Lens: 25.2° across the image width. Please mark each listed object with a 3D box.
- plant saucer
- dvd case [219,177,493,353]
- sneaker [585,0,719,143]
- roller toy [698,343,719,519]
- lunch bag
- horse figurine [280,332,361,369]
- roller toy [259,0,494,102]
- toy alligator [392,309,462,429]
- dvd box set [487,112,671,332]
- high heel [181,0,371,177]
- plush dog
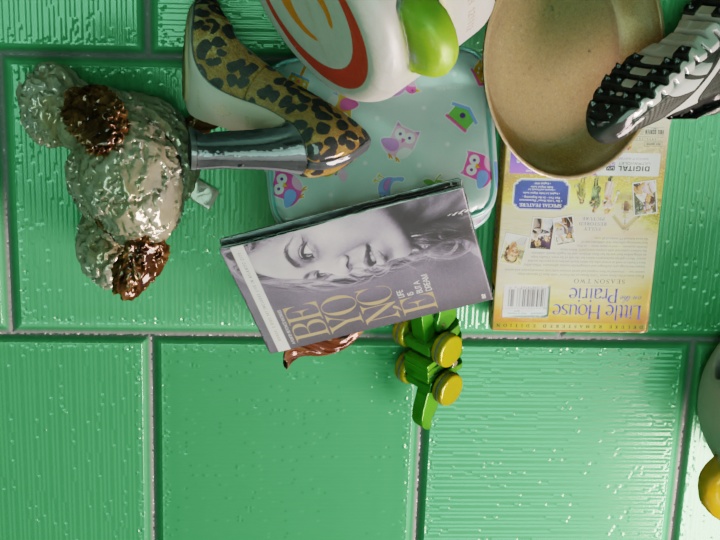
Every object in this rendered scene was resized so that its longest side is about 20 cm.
[{"bbox_3d":[0.166,-0.177,1.311,0.198,0.035,0.203,-9,106,-34],"label":"plant saucer"},{"bbox_3d":[0.000,0.000,1.311,0.198,0.016,0.149,-13,141,6],"label":"dvd case"},{"bbox_3d":[0.267,-0.153,1.326,0.200,0.066,0.091,-43,123,-22],"label":"sneaker"},{"bbox_3d":[0.397,0.133,1.422,0.197,0.140,0.185,0,110,-3],"label":"roller toy"},{"bbox_3d":[0.012,-0.098,1.328,0.197,0.077,0.163,-5,85,-1],"label":"lunch bag"},{"bbox_3d":[-0.011,-0.008,1.398,0.131,0.050,0.202,14,102,-16],"label":"horse figurine"},{"bbox_3d":[0.009,-0.239,1.226,0.139,0.182,0.201,-38,99,-19],"label":"roller toy"},{"bbox_3d":[0.066,0.049,1.419,0.054,0.059,0.202,-30,131,-36],"label":"toy alligator"},{"bbox_3d":[0.190,-0.044,1.409,0.144,0.029,0.202,0,110,-4],"label":"dvd box set"},{"bbox_3d":[-0.070,-0.150,1.282,0.141,0.202,0.072,0,139,-10],"label":"high heel"},{"bbox_3d":[-0.183,-0.078,1.298,0.159,0.172,0.202,-18,110,3],"label":"plush dog"}]
